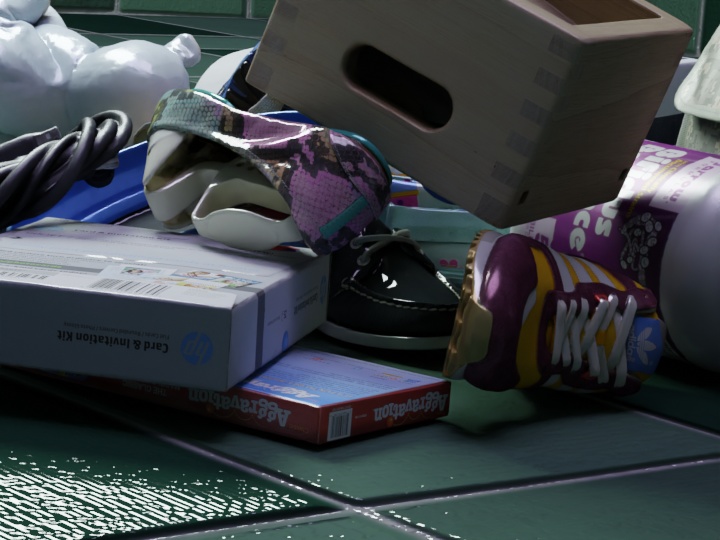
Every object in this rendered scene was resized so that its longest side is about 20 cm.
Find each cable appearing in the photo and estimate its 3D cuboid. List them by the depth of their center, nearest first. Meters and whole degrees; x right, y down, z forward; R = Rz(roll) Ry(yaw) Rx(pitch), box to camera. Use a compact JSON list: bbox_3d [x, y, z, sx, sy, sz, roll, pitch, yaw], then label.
[{"bbox_3d":[-0.210,-0.028,1.257,0.199,0.051,0.163,-22,8,-17],"label":"cable"}]

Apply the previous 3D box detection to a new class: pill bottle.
[{"bbox_3d":[0.178,-0.007,1.294,0.112,0.113,0.199,-2,11,-35],"label":"pill bottle"}]

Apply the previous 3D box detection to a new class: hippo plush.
[{"bbox_3d":[-0.182,-0.132,1.594,0.159,0.160,0.200,6,-28,8],"label":"hippo plush"}]

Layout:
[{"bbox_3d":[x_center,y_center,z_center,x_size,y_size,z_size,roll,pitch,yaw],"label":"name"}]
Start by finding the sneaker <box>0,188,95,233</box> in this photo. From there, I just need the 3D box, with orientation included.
[{"bbox_3d":[-0.215,-0.044,1.424,0.113,0.076,0.200,4,6,12],"label":"sneaker"}]

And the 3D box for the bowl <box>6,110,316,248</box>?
[{"bbox_3d":[-0.095,-0.033,1.342,0.199,0.040,0.201,-15,20,5],"label":"bowl"}]

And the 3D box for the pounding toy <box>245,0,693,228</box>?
[{"bbox_3d":[0.038,-0.102,1.245,0.199,0.143,0.184,31,19,21],"label":"pounding toy"}]

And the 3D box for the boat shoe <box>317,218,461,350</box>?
[{"bbox_3d":[0.000,0.000,1.319,0.075,0.061,0.200,-1,11,-32],"label":"boat shoe"}]

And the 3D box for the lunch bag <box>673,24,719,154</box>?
[{"bbox_3d":[0.261,-0.068,1.432,0.117,0.202,0.164,1,11,-21],"label":"lunch bag"}]

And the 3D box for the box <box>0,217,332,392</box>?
[{"bbox_3d":[-0.110,0.012,1.139,0.154,0.042,0.200,7,10,10],"label":"box"}]

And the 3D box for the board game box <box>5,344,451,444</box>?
[{"bbox_3d":[-0.068,0.047,1.134,0.199,0.020,0.103,11,10,35],"label":"board game box"}]

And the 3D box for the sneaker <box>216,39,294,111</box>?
[{"bbox_3d":[-0.053,-0.112,1.502,0.075,0.079,0.200,35,-43,-17],"label":"sneaker"}]

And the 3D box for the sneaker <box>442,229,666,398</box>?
[{"bbox_3d":[0.099,0.024,1.159,0.089,0.076,0.200,15,8,13],"label":"sneaker"}]

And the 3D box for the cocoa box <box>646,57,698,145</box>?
[{"bbox_3d":[0.140,-0.081,1.655,0.132,0.132,0.200,9,10,26],"label":"cocoa box"}]

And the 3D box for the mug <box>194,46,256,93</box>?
[{"bbox_3d":[-0.032,-0.078,1.655,0.152,0.187,0.150,1,39,39],"label":"mug"}]

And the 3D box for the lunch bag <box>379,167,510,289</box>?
[{"bbox_3d":[0.059,-0.029,1.474,0.198,0.078,0.160,4,11,0],"label":"lunch bag"}]

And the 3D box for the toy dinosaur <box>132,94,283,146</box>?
[{"bbox_3d":[-0.088,-0.058,1.469,0.199,0.101,0.058,-24,29,39],"label":"toy dinosaur"}]

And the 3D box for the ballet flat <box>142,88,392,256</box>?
[{"bbox_3d":[-0.064,-0.046,1.209,0.071,0.069,0.199,-42,32,-21],"label":"ballet flat"}]
